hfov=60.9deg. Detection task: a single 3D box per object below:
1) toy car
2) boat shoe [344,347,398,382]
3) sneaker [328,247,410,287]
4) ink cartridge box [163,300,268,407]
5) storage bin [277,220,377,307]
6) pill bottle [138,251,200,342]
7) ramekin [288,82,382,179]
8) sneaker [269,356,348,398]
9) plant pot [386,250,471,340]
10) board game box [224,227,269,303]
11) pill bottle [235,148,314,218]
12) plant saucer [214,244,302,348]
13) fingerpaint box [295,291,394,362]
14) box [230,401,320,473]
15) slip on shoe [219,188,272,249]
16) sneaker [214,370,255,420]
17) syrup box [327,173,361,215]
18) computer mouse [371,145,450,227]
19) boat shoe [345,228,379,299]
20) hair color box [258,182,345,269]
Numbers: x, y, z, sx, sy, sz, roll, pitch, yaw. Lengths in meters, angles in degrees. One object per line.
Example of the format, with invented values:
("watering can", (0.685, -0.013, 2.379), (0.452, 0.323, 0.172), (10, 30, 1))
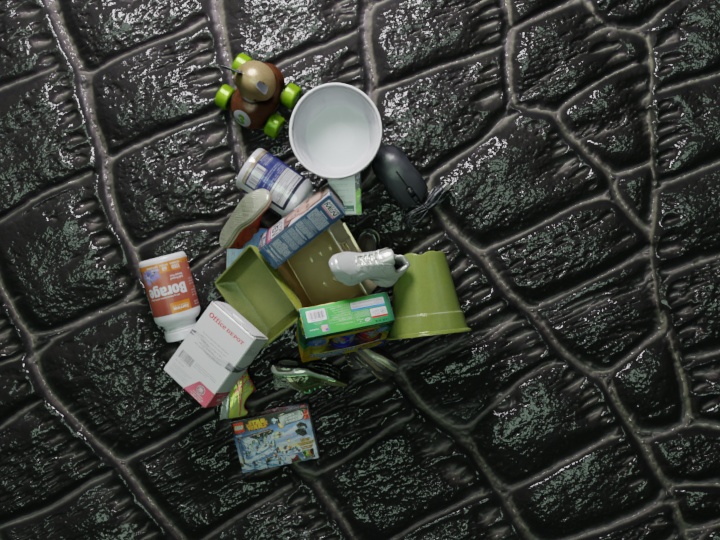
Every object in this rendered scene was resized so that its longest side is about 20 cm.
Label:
("toy car", (-0.241, -0.401, 1.364), (0.164, 0.200, 0.158), (30, 96, -2))
("boat shoe", (-0.004, 0.207, 1.488), (0.199, 0.075, 0.074), (31, 96, -1))
("sneaker", (0.023, -0.019, 1.312), (0.099, 0.199, 0.078), (-38, 61, 42))
("ink cartridge box", (-0.334, 0.192, 1.424), (0.145, 0.085, 0.200), (37, 94, 16))
("storage bin", (-0.092, 0.005, 1.425), (0.199, 0.094, 0.199), (-28, 96, 27))
("pill bottle", (-0.448, 0.063, 1.464), (0.111, 0.112, 0.201), (-14, 96, 3))
("ramekin", (-0.052, -0.297, 1.338), (0.199, 0.105, 0.202), (0, 94, 1))
("sneaker", (-0.127, 0.271, 1.509), (0.199, 0.077, 0.089), (9, 110, 6))
("plant pot", (0.147, 0.057, 1.424), (0.199, 0.200, 0.191), (-7, 85, 2))
("board game box", (-0.277, -0.005, 1.499), (0.102, 0.019, 0.202), (4, 96, 3))
("pill bottle", (-0.180, -0.186, 1.431), (0.199, 0.111, 0.111), (34, 96, -3))
("plant saucer", (-0.228, 0.058, 1.428), (0.200, 0.048, 0.200), (54, 133, 2))
("fingerpaint box", (-0.038, 0.130, 1.368), (0.199, 0.167, 0.074), (-10, 66, -14))
("box", (-0.212, 0.417, 1.533), (0.199, 0.040, 0.138), (-12, 97, 3))
("slip on shoe", (-0.256, -0.116, 1.414), (0.061, 0.074, 0.200), (12, 138, -38))
("sneaker", (-0.299, 0.268, 1.510), (0.090, 0.078, 0.201), (10, 91, -25))
("syrup box", (-0.038, -0.231, 1.437), (0.078, 0.081, 0.202), (-2, 98, 1))
("computer mouse", (0.107, -0.213, 1.450), (0.138, 0.053, 0.200), (-42, 94, 6))
("boat shoe", (0.000, 0.000, 1.470), (0.071, 0.068, 0.201), (12, 98, -2))
("hair color box", (-0.130, -0.099, 1.348), (0.200, 0.100, 0.061), (-37, 112, 9))
